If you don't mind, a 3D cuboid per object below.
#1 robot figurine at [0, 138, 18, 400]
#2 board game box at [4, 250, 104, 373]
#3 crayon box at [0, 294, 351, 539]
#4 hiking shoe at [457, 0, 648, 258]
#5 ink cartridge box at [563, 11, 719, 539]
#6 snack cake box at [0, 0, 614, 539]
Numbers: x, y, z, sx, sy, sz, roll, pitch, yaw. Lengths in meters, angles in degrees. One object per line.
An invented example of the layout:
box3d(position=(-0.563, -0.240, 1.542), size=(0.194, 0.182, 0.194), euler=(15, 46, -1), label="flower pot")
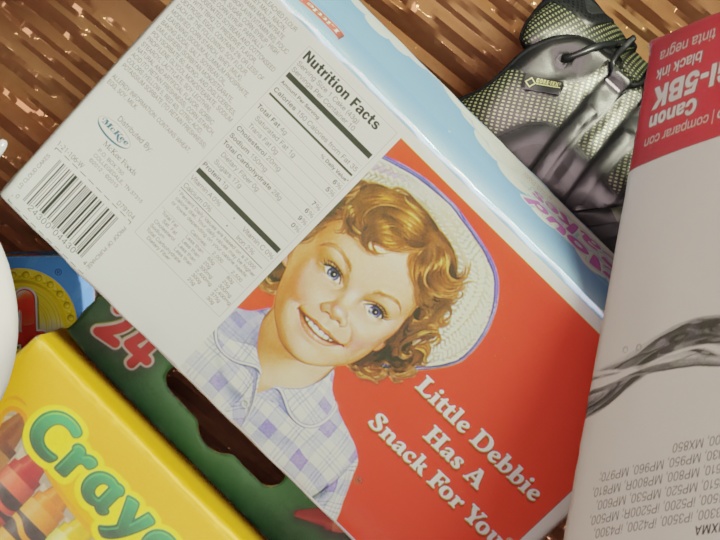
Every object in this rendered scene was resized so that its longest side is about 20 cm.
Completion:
box3d(position=(-0.187, 0.028, 0.826), size=(0.200, 0.170, 0.113), euler=(-30, 134, 24), label="robot figurine")
box3d(position=(-0.180, 0.093, 0.928), size=(0.200, 0.056, 0.196), euler=(-2, 92, 3), label="board game box")
box3d(position=(-0.105, 0.109, 0.870), size=(0.127, 0.051, 0.200), euler=(44, 93, 1), label="crayon box")
box3d(position=(0.088, -0.044, 0.898), size=(0.200, 0.076, 0.101), euler=(0, 95, 4), label="hiking shoe")
box3d(position=(0.145, 0.038, 0.787), size=(0.147, 0.083, 0.200), euler=(26, 65, -30), label="ink cartridge box")
box3d(position=(0.000, 0.000, 0.854), size=(0.200, 0.067, 0.115), euler=(45, 107, 0), label="snack cake box")
